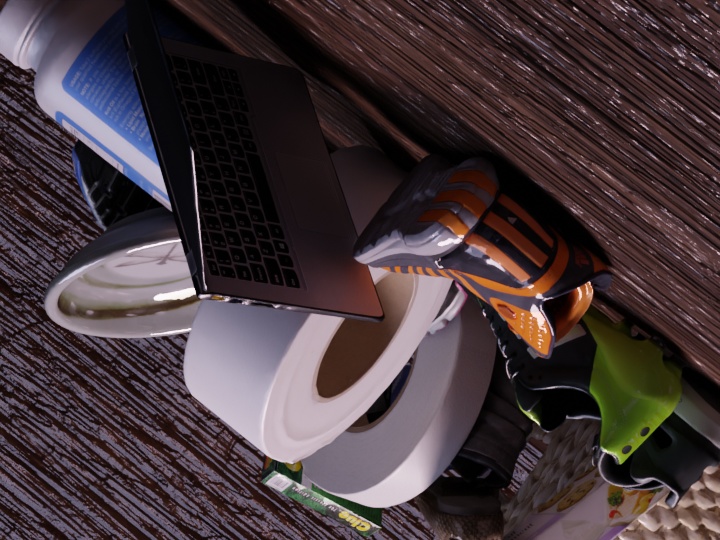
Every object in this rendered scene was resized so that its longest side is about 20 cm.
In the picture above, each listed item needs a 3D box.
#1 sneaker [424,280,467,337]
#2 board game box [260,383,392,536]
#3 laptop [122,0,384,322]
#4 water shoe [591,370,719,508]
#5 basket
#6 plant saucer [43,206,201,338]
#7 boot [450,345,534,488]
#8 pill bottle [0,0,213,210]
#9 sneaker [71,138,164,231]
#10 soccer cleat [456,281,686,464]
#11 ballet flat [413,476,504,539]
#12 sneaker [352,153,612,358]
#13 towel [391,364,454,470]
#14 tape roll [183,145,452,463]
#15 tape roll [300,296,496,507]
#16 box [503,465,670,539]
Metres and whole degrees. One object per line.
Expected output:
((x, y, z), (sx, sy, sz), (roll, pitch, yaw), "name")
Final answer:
((0.000, 0.000, 1.526), (0.087, 0.074, 0.199), (22, 168, -33), "sneaker")
((-0.022, 0.102, 1.677), (0.104, 0.023, 0.201), (32, -138, -26), "board game box")
((-0.060, -0.089, 1.173), (0.199, 0.116, 0.188), (9, -131, -37), "laptop")
((0.168, 0.093, 1.354), (0.071, 0.079, 0.200), (39, 177, -12), "water shoe")
((0.198, 0.208, 1.642), (0.200, 0.199, 0.161), (41, 172, -34), "basket")
((-0.145, -0.006, 1.638), (0.200, 0.199, 0.051), (46, -150, -67), "plant saucer")
((0.090, 0.081, 1.575), (0.070, 0.132, 0.200), (37, 177, -14), "boot")
((-0.163, -0.134, 1.538), (0.200, 0.112, 0.112), (38, 177, 4), "pill bottle")
((-0.182, -0.062, 1.701), (0.089, 0.079, 0.200), (36, 174, 28), "sneaker")
((0.110, 0.045, 1.301), (0.200, 0.081, 0.067), (35, 176, 46), "soccer cleat")
((0.073, 0.177, 1.536), (0.067, 0.047, 0.200), (-1, -178, -3), "ballet flat")
((0.066, -0.002, 1.170), (0.112, 0.078, 0.200), (40, 176, -12), "sneaker")
((0.053, 0.114, 1.717), (0.199, 0.145, 0.024), (-15, 118, 47), "towel")
((-0.022, 0.023, 1.377), (0.071, 0.203, 0.202), (35, 176, 20), "tape roll")
((0.022, 0.072, 1.568), (0.037, 0.204, 0.203), (23, -175, -33), "tape roll")
((0.157, 0.172, 1.502), (0.039, 0.200, 0.041), (54, 173, -13), "box")
